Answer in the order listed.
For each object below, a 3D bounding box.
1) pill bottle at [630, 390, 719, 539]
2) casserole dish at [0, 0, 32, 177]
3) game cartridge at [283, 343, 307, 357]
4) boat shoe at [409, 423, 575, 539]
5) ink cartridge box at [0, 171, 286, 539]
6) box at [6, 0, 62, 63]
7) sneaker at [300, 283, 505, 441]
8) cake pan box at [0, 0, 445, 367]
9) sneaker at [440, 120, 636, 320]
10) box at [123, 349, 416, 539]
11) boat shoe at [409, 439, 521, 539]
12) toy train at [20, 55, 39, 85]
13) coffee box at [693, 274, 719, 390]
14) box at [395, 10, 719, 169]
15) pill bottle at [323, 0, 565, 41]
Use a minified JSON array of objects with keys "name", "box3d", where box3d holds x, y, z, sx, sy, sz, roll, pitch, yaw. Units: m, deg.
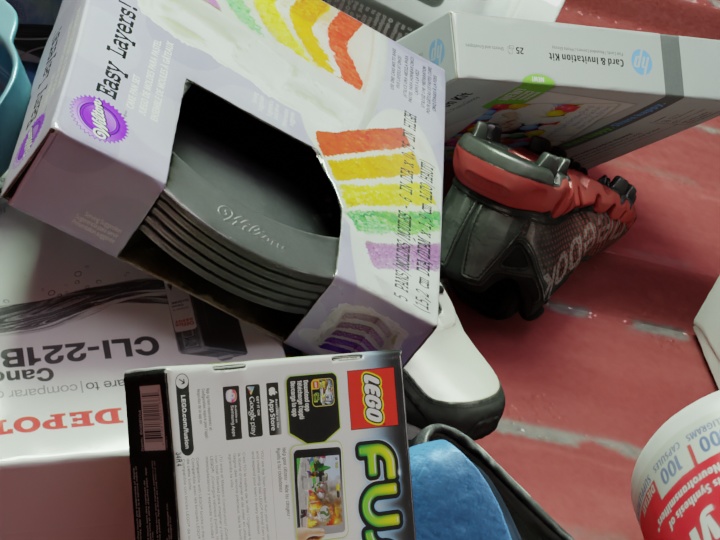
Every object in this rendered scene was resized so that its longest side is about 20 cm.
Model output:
[{"name":"pill bottle","box3d":[0.201,0.157,0.964,0.111,0.113,0.201,10,38,-22]},{"name":"casserole dish","box3d":[-0.216,-0.037,0.919,0.121,0.200,0.039,38,-9,47]},{"name":"game cartridge","box3d":[-0.024,0.038,1.043,0.132,0.041,0.201,11,37,-15]},{"name":"boat shoe","box3d":[0.087,0.149,0.924,0.200,0.068,0.073,49,42,13]},{"name":"ink cartridge box","box3d":[-0.112,0.037,0.917,0.143,0.084,0.201,-4,43,-13]},{"name":"box","box3d":[-0.147,-0.154,1.006,0.198,0.120,0.042,11,44,-1]},{"name":"sneaker","box3d":[0.000,0.000,1.010,0.073,0.080,0.200,-15,53,-45]},{"name":"cake pan box","box3d":[-0.051,-0.058,0.919,0.183,0.052,0.201,27,36,-15]},{"name":"sneaker","box3d":[0.092,-0.022,1.165,0.070,0.099,0.200,27,9,23]},{"name":"box","box3d":[-0.028,0.134,0.805,0.109,0.035,0.202,-2,86,-36]},{"name":"boat shoe","box3d":[0.060,0.168,0.860,0.083,0.069,0.202,-10,78,3]},{"name":"toy train","box3d":[-0.154,-0.079,1.073,0.113,0.087,0.201,-5,47,-24]},{"name":"coffee box","box3d":[0.327,0.038,1.121,0.196,0.201,0.201,10,37,-22]},{"name":"box","box3d":[0.093,-0.097,1.193,0.198,0.156,0.042,3,77,-31]},{"name":"pill bottle","box3d":[0.023,-0.185,1.289,0.199,0.116,0.116,26,35,-1]}]
